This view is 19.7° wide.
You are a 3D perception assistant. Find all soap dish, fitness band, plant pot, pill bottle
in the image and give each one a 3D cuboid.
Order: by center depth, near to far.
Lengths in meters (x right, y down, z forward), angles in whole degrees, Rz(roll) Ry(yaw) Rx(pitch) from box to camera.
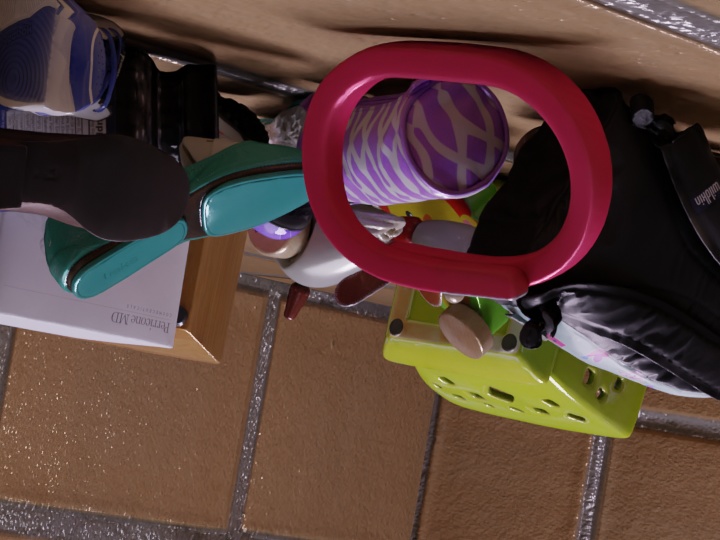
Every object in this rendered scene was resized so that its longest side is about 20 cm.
[{"bbox_3d":[0.054,-0.060,1.205,0.199,0.145,0.037,8,-164,33],"label":"fitness band"},{"bbox_3d":[-0.197,-0.097,1.425,0.198,0.113,0.112,-2,177,-3],"label":"pill bottle"},{"bbox_3d":[-0.175,-0.035,1.732,0.156,0.202,0.081,9,173,16],"label":"soap dish"},{"bbox_3d":[0.140,0.020,1.819,0.199,0.201,0.181,8,169,37],"label":"plant pot"}]

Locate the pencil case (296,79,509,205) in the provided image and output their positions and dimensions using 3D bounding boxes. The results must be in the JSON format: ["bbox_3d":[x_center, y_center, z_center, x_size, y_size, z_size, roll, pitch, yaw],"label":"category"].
[{"bbox_3d":[0.024,-0.088,1.376,0.084,0.086,0.200,-30,-167,-22],"label":"pencil case"}]

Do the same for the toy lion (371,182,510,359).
[{"bbox_3d":[0.047,-0.038,1.587,0.199,0.069,0.193,29,150,39],"label":"toy lion"}]

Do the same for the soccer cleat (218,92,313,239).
[{"bbox_3d":[-0.090,-0.062,1.505,0.068,0.074,0.200,23,-162,-31],"label":"soccer cleat"}]

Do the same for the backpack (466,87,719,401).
[{"bbox_3d":[0.176,-0.009,1.299,0.199,0.168,0.127,32,-174,-29],"label":"backpack"}]

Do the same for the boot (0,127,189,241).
[{"bbox_3d":[-0.230,-0.078,1.307,0.185,0.065,0.199,10,-172,-42],"label":"boot"}]

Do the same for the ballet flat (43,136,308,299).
[{"bbox_3d":[-0.118,-0.051,1.355,0.199,0.071,0.068,-24,154,-19],"label":"ballet flat"}]

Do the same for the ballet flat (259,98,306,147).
[{"bbox_3d":[-0.041,-0.090,1.590,0.071,0.072,0.200,11,175,-16],"label":"ballet flat"}]

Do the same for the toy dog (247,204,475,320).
[{"bbox_3d":[0.000,0.000,1.527,0.131,0.097,0.199,6,-174,-31],"label":"toy dog"}]

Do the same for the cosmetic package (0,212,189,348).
[{"bbox_3d":[-0.234,-0.054,1.587,0.122,0.202,0.199,7,176,39],"label":"cosmetic package"}]

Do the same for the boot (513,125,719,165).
[{"bbox_3d":[0.198,-0.041,1.402,0.198,0.075,0.097,11,-158,3],"label":"boot"}]

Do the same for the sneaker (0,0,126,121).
[{"bbox_3d":[-0.185,-0.136,1.277,0.114,0.081,0.199,8,-175,-33],"label":"sneaker"}]
